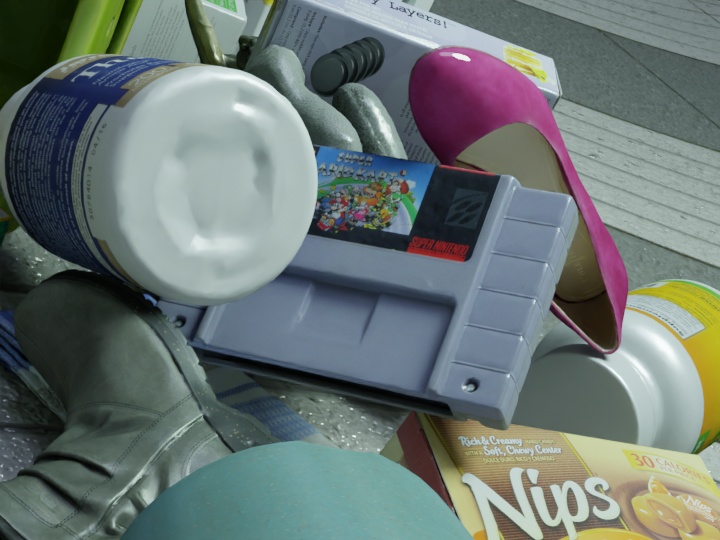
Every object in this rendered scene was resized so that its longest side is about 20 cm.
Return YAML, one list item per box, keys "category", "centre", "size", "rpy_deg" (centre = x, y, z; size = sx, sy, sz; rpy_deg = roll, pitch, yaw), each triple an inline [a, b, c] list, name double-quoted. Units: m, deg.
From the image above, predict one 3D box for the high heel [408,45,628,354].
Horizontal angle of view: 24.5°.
- category: "high heel"
  centre: [0.088, -0.035, 0.884]
  size: [0.200, 0.067, 0.096]
  rpy_deg: [53, 15, -48]

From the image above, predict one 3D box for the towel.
- category: "towel"
  centre: [-0.089, 0.072, 0.851]
  size: [0.200, 0.024, 0.147]
  rpy_deg: [37, 23, 26]

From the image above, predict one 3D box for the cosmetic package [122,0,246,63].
- category: "cosmetic package"
  centre: [-0.198, -0.213, 1.304]
  size: [0.199, 0.085, 0.108]
  rpy_deg: [20, 23, -19]

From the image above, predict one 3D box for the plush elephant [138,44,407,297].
- category: "plush elephant"
  centre: [0.002, -0.015, 0.980]
  size: [0.199, 0.165, 0.155]
  rpy_deg: [24, -3, 31]

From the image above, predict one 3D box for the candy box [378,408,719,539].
- category: "candy box"
  centre: [0.111, 0.141, 0.846]
  size: [0.199, 0.055, 0.116]
  rpy_deg: [11, 37, -32]

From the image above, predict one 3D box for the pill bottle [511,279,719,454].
- category: "pill bottle"
  centre: [0.166, 0.073, 1.015]
  size: [0.111, 0.111, 0.200]
  rpy_deg: [34, 23, 21]

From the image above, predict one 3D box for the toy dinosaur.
- category: "toy dinosaur"
  centre: [-0.086, -0.125, 1.109]
  size: [0.047, 0.201, 0.088]
  rpy_deg: [-22, 30, -26]

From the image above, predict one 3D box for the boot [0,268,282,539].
- category: "boot"
  centre: [-0.123, 0.078, 0.719]
  size: [0.130, 0.068, 0.200]
  rpy_deg: [-23, 49, -41]

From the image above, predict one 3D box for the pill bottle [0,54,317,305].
- category: "pill bottle"
  centre: [-0.115, -0.052, 0.834]
  size: [0.111, 0.112, 0.200]
  rpy_deg: [11, 3, -33]

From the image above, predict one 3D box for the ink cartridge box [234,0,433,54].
- category: "ink cartridge box"
  centre: [-0.030, -0.258, 1.437]
  size: [0.146, 0.201, 0.146]
  rpy_deg: [13, 26, -29]

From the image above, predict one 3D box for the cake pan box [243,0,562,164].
- category: "cake pan box"
  centre: [0.004, -0.073, 1.051]
  size: [0.183, 0.201, 0.052]
  rpy_deg: [18, 33, -11]

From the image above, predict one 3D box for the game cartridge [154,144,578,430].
- category: "game cartridge"
  centre: [0.000, 0.000, 0.851]
  size: [0.199, 0.130, 0.038]
  rpy_deg: [11, -23, 23]

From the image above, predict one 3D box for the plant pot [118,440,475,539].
- category: "plant pot"
  centre: [-0.006, 0.162, 0.530]
  size: [0.199, 0.201, 0.196]
  rpy_deg: [18, 15, -18]

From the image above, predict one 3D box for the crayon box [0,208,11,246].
- category: "crayon box"
  centre: [-0.277, -0.018, 0.795]
  size: [0.119, 0.058, 0.200]
  rpy_deg: [32, 22, 16]

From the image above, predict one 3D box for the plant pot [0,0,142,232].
- category: "plant pot"
  centre: [-0.237, -0.164, 1.003]
  size: [0.198, 0.201, 0.182]
  rpy_deg: [25, 15, 0]
